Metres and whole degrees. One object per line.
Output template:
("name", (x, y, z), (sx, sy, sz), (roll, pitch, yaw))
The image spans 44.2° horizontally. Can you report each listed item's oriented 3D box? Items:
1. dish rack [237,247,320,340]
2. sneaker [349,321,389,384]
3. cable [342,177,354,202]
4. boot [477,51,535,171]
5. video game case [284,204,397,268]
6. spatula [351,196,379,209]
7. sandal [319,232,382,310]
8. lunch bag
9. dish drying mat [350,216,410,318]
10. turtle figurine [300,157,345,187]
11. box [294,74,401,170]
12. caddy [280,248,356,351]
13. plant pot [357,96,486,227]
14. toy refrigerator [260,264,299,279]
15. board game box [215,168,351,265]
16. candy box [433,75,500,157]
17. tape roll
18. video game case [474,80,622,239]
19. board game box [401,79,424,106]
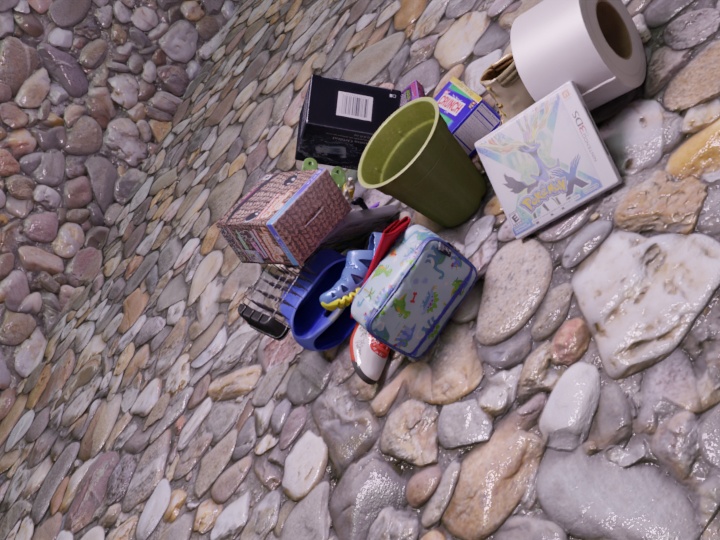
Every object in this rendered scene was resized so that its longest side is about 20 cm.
("dish rack", (-0.144, 0.022, 1.661), (0.153, 0.054, 0.201), (16, 71, 56))
("sneaker", (0.042, 0.100, 1.582), (0.108, 0.067, 0.203), (-36, 30, 33))
("cable", (-0.044, -0.110, 1.807), (0.050, 0.200, 0.097), (32, 71, 18))
("boot", (0.256, -0.286, 1.595), (0.200, 0.155, 0.073), (-39, 31, 23))
("video game case", (-0.039, -0.070, 1.787), (0.182, 0.022, 0.199), (-35, -9, 30))
("spatula", (0.004, -0.130, 1.778), (0.056, 0.021, 0.200), (-29, -8, 7))
("sandal", (0.000, 0.000, 1.628), (0.199, 0.087, 0.079), (-36, -1, -23))
("lunch bag", (0.094, 0.038, 1.480), (0.201, 0.160, 0.082), (-53, 40, 1))
("dish drying mat", (0.031, -0.005, 1.512), (0.077, 0.018, 0.201), (-41, -19, -45))
("turtle figurine", (-0.109, -0.154, 1.975), (0.200, 0.144, 0.194), (-42, -5, -24))
("box", (-0.031, -0.312, 1.918), (0.200, 0.194, 0.119), (126, 151, -71))
("caddy", (-0.059, 0.058, 1.695), (0.201, 0.141, 0.105), (-53, 35, 2))
("plant pot", (0.129, -0.181, 1.632), (0.199, 0.189, 0.201), (-35, 34, 29))
("toy refrigerator", (-0.178, -0.027, 2.036), (0.070, 0.076, 0.200), (-57, 28, -7))
("board game box", (-0.145, -0.099, 1.654), (0.199, 0.097, 0.160), (2, 44, 50))
("candy box", (0.172, -0.275, 1.789), (0.200, 0.077, 0.169), (-47, 28, 9))
("tape roll", (0.365, -0.369, 1.479), (0.139, 0.202, 0.204), (-25, 39, 41))
("video game case", (0.300, -0.176, 1.439), (0.199, 0.022, 0.184), (-31, 75, 35))
("board game box", (0.099, -0.341, 2.018), (0.120, 0.032, 0.201), (-41, 32, 29))
